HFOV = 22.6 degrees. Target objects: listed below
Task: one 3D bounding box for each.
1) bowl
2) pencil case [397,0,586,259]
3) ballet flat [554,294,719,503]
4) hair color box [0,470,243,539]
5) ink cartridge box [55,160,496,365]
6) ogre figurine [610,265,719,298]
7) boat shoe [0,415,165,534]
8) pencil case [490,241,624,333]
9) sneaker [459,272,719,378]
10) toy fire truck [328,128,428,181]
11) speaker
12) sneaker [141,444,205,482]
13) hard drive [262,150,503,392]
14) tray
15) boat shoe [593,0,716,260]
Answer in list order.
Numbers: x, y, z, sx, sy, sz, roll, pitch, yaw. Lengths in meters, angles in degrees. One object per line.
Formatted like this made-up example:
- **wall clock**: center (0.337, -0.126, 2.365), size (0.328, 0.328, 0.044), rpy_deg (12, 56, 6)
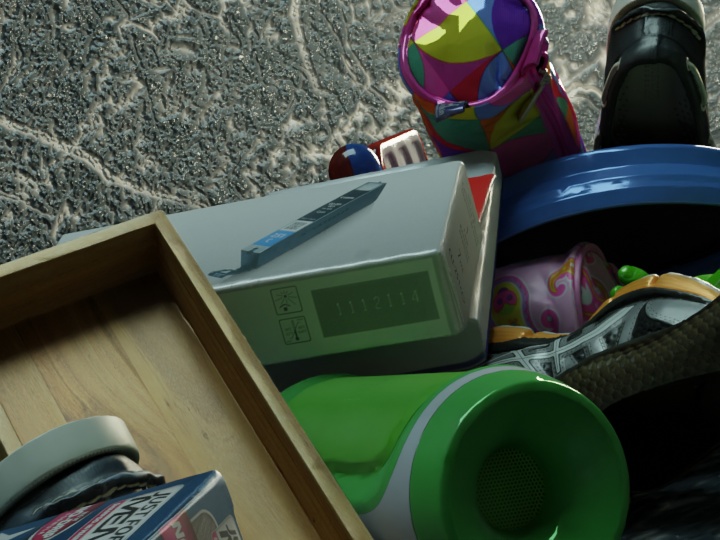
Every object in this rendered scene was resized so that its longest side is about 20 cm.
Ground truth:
- **bowl**: center (0.145, -0.014, 0.999), size (0.198, 0.040, 0.201), rpy_deg (-4, -22, -2)
- **pencil case**: center (0.080, -0.080, 1.002), size (0.087, 0.089, 0.200), rpy_deg (-18, -27, 8)
- **ballet flat**: center (0.121, 0.048, 0.643), size (0.067, 0.047, 0.200), rpy_deg (16, -35, -26)
- **hair color box**: center (-0.115, 0.131, 0.477), size (0.198, 0.101, 0.060), rpy_deg (-18, 7, 20)
- **ink cartridge box**: center (-0.043, -0.012, 0.828), size (0.198, 0.045, 0.177), rpy_deg (-10, 24, 14)
- **ogre figurine**: center (0.205, 0.000, 0.853), size (0.198, 0.099, 0.120), rpy_deg (1, -24, -31)
- **boat shoe**: center (-0.112, 0.127, 0.551), size (0.075, 0.062, 0.200), rpy_deg (-3, -39, -51)
- **pencil case**: center (0.050, 0.046, 0.973), size (0.198, 0.088, 0.087), rpy_deg (-17, 4, 31)
- **sneaker**: center (0.091, 0.060, 0.755), size (0.199, 0.079, 0.077), rpy_deg (-20, 15, 48)
- **toy fire truck**: center (0.024, -0.001, 1.138), size (0.111, 0.170, 0.200), rpy_deg (-18, 4, 19)
- **speaker**: center (0.019, 0.079, 0.678), size (0.088, 0.089, 0.200), rpy_deg (-21, 4, -23)
- **sneaker**: center (-0.123, 0.117, 0.677), size (0.198, 0.091, 0.067), rpy_deg (-17, -28, -6)
- **hard drive**: center (0.000, 0.000, 0.863), size (0.130, 0.026, 0.200), rpy_deg (-11, 23, 11)
- **tray**: center (-0.073, 0.069, 0.643), size (0.098, 0.201, 0.037), rpy_deg (-20, -39, -20)
- **boat shoe**: center (0.163, -0.068, 1.013), size (0.075, 0.201, 0.061), rpy_deg (-1, 48, 15)
